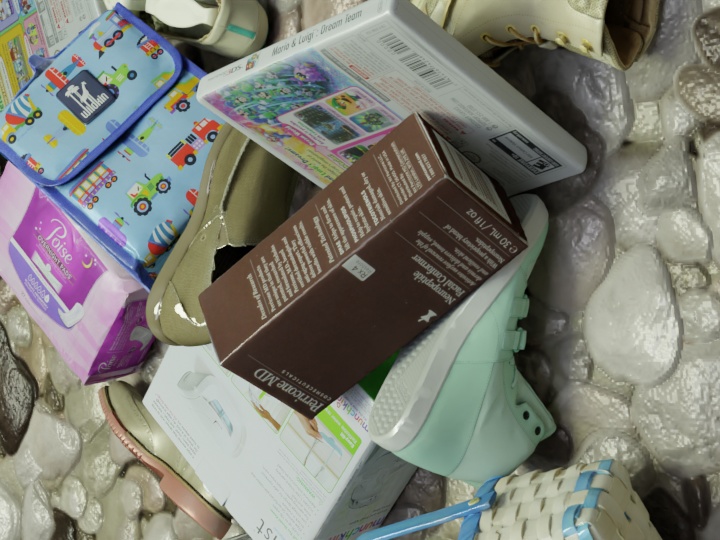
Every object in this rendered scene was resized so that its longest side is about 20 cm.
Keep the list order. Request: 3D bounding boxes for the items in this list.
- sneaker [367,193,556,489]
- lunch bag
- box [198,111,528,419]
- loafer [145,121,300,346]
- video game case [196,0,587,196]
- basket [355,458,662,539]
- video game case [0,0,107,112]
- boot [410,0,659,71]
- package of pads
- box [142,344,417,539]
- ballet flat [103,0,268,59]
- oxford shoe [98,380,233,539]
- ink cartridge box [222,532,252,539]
[{"bbox_3d":[0.097,0.053,1.087,0.201,0.118,0.074,-61,26,-6],"label":"sneaker"},{"bbox_3d":[-0.180,-0.103,1.210,0.200,0.094,0.151,40,82,15],"label":"lunch bag"},{"bbox_3d":[0.000,0.000,1.040,0.200,0.100,0.075,-39,44,18],"label":"box"},{"bbox_3d":[-0.080,-0.032,1.118,0.067,0.076,0.201,20,86,38],"label":"loafer"},{"bbox_3d":[0.021,-0.098,1.050,0.182,0.200,0.024,-17,52,42],"label":"video game case"},{"bbox_3d":[0.106,0.220,1.032,0.200,0.139,0.177,-29,101,32],"label":"basket"},{"bbox_3d":[-0.287,-0.225,1.402,0.182,0.022,0.201,-21,84,41],"label":"video game case"},{"bbox_3d":[0.109,-0.154,1.033,0.155,0.073,0.201,33,113,34],"label":"boot"},{"bbox_3d":[-0.248,-0.012,1.365,0.200,0.075,0.121,48,126,25],"label":"package of pads"},{"bbox_3d":[-0.051,0.099,1.196,0.200,0.096,0.177,45,123,27],"label":"box"},{"bbox_3d":[-0.159,-0.217,1.262,0.199,0.069,0.070,21,110,38],"label":"ballet flat"},{"bbox_3d":[-0.151,0.144,1.326,0.074,0.071,0.200,-47,51,-5],"label":"oxford shoe"},{"bbox_3d":[-0.134,0.307,1.312,0.199,0.085,0.146,-23,82,39],"label":"ink cartridge box"}]
